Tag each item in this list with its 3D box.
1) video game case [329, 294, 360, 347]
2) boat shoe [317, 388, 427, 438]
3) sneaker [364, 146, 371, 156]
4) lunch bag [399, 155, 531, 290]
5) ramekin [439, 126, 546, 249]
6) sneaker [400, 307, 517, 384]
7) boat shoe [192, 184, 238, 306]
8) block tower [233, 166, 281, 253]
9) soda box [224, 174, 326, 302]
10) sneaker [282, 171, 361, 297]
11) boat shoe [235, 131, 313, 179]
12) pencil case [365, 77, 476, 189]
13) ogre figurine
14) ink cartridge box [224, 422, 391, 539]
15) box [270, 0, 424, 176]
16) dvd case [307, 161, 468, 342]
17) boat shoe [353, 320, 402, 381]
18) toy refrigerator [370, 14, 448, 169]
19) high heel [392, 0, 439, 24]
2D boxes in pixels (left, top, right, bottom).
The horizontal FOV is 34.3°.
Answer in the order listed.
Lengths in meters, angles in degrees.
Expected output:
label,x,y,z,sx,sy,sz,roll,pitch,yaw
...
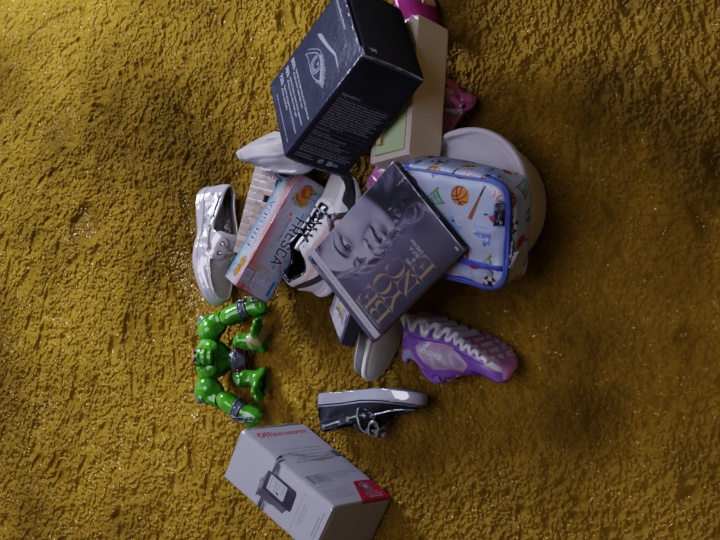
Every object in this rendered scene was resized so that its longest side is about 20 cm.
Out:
label,x,y,z,sx,sy,sz,roll,pitch,yaw
video game case,0.000,0.000,1.670,0.025,0.200,0.182,18,98,-8
boat shoe,0.015,0.208,1.688,0.198,0.073,0.069,-8,76,36
sneaker,-0.047,-0.242,1.783,0.199,0.070,0.076,32,103,34
lunch bag,0.127,-0.058,1.500,0.199,0.075,0.162,16,114,35
ramekin,0.163,-0.089,1.597,0.201,0.094,0.204,-4,84,37
sneaker,0.130,0.122,1.617,0.199,0.080,0.089,24,106,41
boat shoe,-0.227,-0.045,1.896,0.069,0.071,0.202,-13,76,36
block tower,-0.145,-0.108,1.853,0.058,0.054,0.202,17,95,37
soda box,-0.127,-0.055,1.790,0.201,0.063,0.068,-60,25,1
sneaker,-0.057,-0.057,1.742,0.074,0.080,0.201,31,108,52
boat shoe,-0.124,-0.170,1.751,0.200,0.072,0.069,0,119,58
pencil case,0.085,-0.182,1.674,0.082,0.087,0.201,32,107,2
ogre figurine,-0.207,0.144,1.853,0.119,0.098,0.202,-2,99,18
ink cartridge box,-0.078,0.314,1.703,0.200,0.145,0.084,34,107,34
box,-0.023,-0.254,1.574,0.200,0.104,0.149,-46,42,36
dvd case,0.031,-0.022,1.520,0.149,0.016,0.200,52,124,13
boat shoe,0.027,0.059,1.698,0.060,0.072,0.203,16,88,35
toy refrigerator,0.066,-0.240,1.599,0.076,0.070,0.202,-9,72,45
high heel,0.089,-0.432,1.700,0.096,0.067,0.201,-44,58,37
